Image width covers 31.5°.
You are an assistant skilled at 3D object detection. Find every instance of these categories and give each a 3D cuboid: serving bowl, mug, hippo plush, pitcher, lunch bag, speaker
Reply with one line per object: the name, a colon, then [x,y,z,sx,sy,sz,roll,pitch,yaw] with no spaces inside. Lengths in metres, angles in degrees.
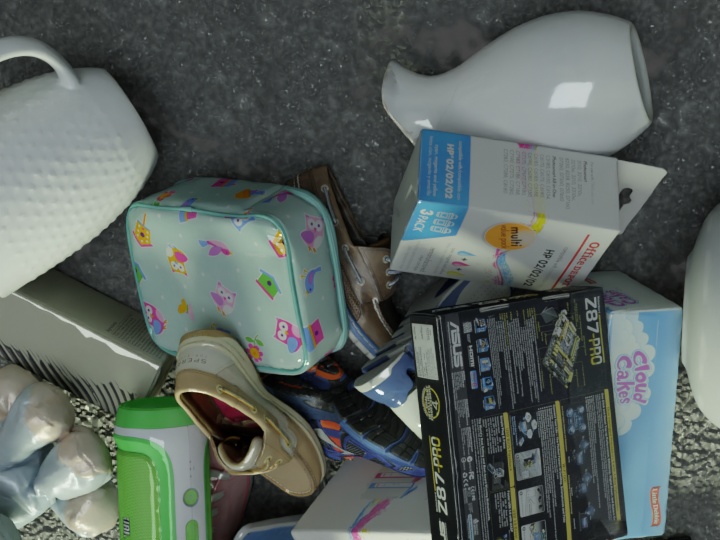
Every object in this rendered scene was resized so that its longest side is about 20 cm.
serving bowl: [0.291,0.033,1.017,0.065,0.200,0.202,3,106,15]
mug: [-0.272,-0.103,1.054,0.175,0.148,0.201,-34,139,-12]
hippo plush: [-0.325,0.186,1.102,0.199,0.161,0.160,8,125,41]
pitcher: [0.138,-0.117,1.046,0.198,0.122,0.172,-11,125,21]
lunch bag: [-0.106,0.007,1.087,0.199,0.077,0.162,7,118,38]
speaker: [-0.167,0.213,1.095,0.088,0.088,0.202,-2,93,8]

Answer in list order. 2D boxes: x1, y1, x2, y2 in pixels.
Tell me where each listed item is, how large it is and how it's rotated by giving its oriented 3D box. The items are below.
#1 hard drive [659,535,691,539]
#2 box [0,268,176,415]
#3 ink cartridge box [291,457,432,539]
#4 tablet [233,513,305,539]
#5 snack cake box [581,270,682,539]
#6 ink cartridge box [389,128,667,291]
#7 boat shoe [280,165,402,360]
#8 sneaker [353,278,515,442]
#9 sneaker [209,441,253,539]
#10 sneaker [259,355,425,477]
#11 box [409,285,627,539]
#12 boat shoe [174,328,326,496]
hard drive: [0.222,0.329,1.193,0.198,0.033,0.141,-12,104,10]
box: [-0.268,0.055,1.157,0.199,0.082,0.069,27,109,1]
ink cartridge box: [0.050,0.233,1.103,0.199,0.125,0.129,-10,116,40]
tablet: [-0.113,0.309,1.192,0.014,0.130,0.201,40,110,31]
snack cake box: [0.210,0.112,1.083,0.067,0.115,0.202,-3,106,-13]
ink cartridge box: [0.131,-0.040,1.010,0.198,0.115,0.068,8,62,-7]
boat shoe: [0.000,0.000,1.109,0.072,0.072,0.201,-34,99,14]
sneaker: [0.085,0.078,1.063,0.115,0.199,0.080,52,139,-9]
sneaker: [-0.152,0.235,1.180,0.075,0.105,0.202,14,107,7]
sneaker: [-0.002,0.133,1.121,0.199,0.075,0.079,23,138,42]
box: [0.124,0.120,0.982,0.160,0.049,0.202,-9,94,-27]
boat shoe: [-0.097,0.137,1.074,0.073,0.070,0.200,-15,129,29]
